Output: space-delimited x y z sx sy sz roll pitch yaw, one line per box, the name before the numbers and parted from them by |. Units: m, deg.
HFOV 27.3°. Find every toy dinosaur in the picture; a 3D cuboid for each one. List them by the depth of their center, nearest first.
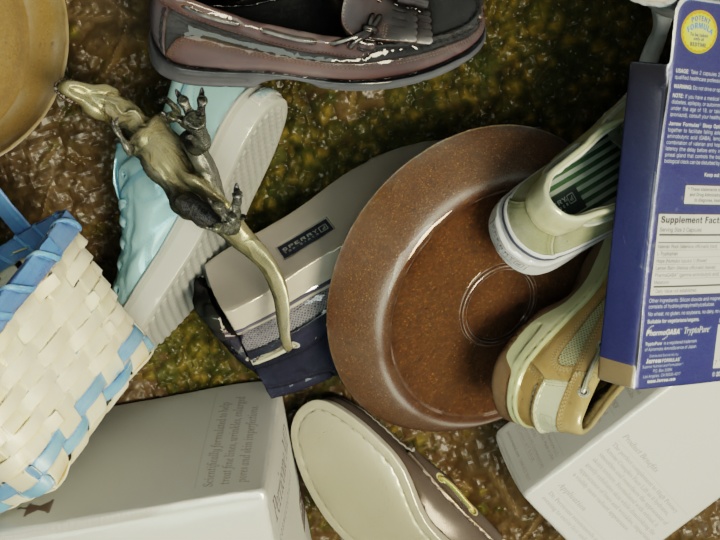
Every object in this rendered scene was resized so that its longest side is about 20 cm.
toy dinosaur | -0.089 -0.046 0.814 0.047 0.088 0.200 -38 87 -19

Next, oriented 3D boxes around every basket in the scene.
basket | -0.230 0.028 0.823 0.138 0.177 0.201 -20 114 40

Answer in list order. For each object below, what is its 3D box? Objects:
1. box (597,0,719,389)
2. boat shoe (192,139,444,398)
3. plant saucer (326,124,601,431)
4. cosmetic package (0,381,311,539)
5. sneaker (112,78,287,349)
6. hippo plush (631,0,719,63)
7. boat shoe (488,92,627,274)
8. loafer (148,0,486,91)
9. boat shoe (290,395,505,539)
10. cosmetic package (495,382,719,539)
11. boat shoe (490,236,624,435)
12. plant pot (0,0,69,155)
box | 0.188 -0.041 0.797 0.120 0.032 0.202 -1 101 -38
boat shoe | 0.000 0.000 0.911 0.199 0.075 0.093 -26 133 -2
plant saucer | 0.075 0.014 0.879 0.198 0.034 0.202 -13 119 -24
cosmetic package | -0.114 0.200 0.913 0.163 0.165 0.202 -9 108 2
sneaker | -0.119 -0.038 0.900 0.082 0.074 0.201 35 107 15
hippo plush | 0.169 -0.230 0.803 0.159 0.200 0.161 -36 80 5
boat shoe | 0.157 -0.061 0.835 0.199 0.062 0.072 -36 89 -31
loafer | -0.022 -0.145 0.840 0.198 0.072 0.063 -5 145 -8
boat shoe | 0.036 0.157 0.952 0.200 0.059 0.072 47 122 4
cosmetic package | 0.193 0.088 0.919 0.200 0.074 0.102 -39 120 9
boat shoe | 0.163 0.026 0.860 0.200 0.076 0.072 -47 134 -25
plant pot | -0.259 -0.144 0.820 0.200 0.200 0.027 47 144 -13
